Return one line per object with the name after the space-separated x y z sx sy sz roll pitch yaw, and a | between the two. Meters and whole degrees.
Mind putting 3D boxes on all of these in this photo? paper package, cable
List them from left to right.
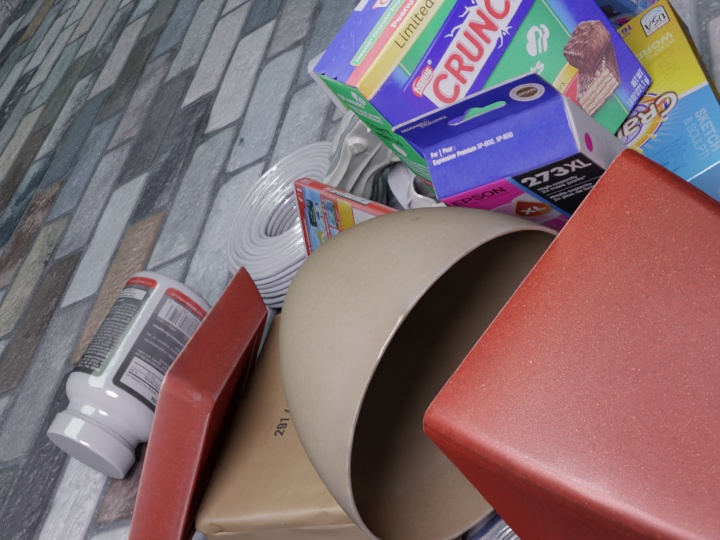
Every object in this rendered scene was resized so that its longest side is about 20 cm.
-0.060 -0.054 1.087 0.198 0.069 0.202 -10 46 42 | cable
-0.005 0.126 0.753 0.188 0.104 0.202 -15 42 37 | paper package

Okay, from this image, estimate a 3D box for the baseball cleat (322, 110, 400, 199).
0.007 -0.131 0.930 0.200 0.069 0.108 133 148 -51 | baseball cleat

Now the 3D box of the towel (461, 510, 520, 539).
0.054 0.161 0.766 0.146 0.024 0.201 -40 33 7 | towel

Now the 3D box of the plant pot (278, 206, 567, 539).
0.026 0.045 0.599 0.134 0.201 0.201 29 76 41 | plant pot

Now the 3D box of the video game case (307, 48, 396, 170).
0.078 -0.188 0.974 0.198 0.182 0.022 -27 37 25 | video game case

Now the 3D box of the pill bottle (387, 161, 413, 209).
0.118 -0.132 0.920 0.200 0.111 0.113 -45 30 25 | pill bottle

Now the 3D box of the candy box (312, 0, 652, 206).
0.091 -0.137 0.693 0.170 0.199 0.077 -54 32 -5 | candy box

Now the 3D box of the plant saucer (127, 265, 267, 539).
-0.122 0.125 0.761 0.201 0.036 0.203 -70 -4 -66 | plant saucer

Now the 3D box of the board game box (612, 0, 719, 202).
0.199 -0.099 0.746 0.152 0.040 0.202 -34 36 26 | board game box

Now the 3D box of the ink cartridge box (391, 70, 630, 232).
0.113 -0.056 0.599 0.094 0.199 0.038 -17 65 34 | ink cartridge box

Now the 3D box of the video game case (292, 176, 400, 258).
0.000 0.000 0.906 0.017 0.145 0.199 -20 23 -26 | video game case

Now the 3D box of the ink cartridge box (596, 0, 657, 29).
0.180 -0.293 0.954 0.135 0.198 0.078 -1 77 48 | ink cartridge box

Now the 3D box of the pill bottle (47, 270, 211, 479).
-0.247 0.112 1.070 0.115 0.116 0.202 -3 51 46 | pill bottle

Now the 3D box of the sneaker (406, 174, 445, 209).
0.071 -0.046 0.872 0.200 0.098 0.076 -48 24 48 | sneaker

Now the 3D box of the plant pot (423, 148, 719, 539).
0.187 0.091 0.552 0.175 0.200 0.201 31 77 42 | plant pot

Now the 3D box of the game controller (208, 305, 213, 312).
-0.136 0.122 0.944 0.104 0.042 0.204 -12 64 56 | game controller
